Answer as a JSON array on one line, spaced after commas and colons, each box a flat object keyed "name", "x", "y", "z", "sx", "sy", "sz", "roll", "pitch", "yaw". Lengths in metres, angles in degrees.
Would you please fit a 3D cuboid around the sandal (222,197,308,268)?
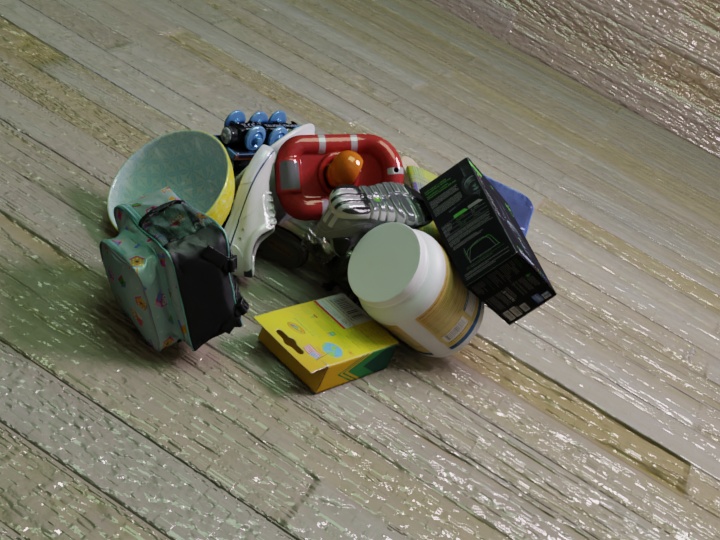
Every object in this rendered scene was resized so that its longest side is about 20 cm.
[{"name": "sandal", "x": -0.176, "y": -0.052, "z": 1.688, "sx": 0.198, "sy": 0.082, "sz": 0.055, "roll": 31, "pitch": 48, "yaw": -4}]

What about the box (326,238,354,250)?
[{"name": "box", "x": 0.035, "y": -0.053, "z": 1.817, "sx": 0.196, "sy": 0.049, "sz": 0.159, "roll": 5, "pitch": 24, "yaw": -11}]

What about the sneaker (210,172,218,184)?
[{"name": "sneaker", "x": -0.278, "y": -0.148, "z": 1.725, "sx": 0.086, "sy": 0.076, "sz": 0.199, "roll": -6, "pitch": 11, "yaw": -29}]

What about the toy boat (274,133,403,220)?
[{"name": "toy boat", "x": -0.027, "y": -0.147, "z": 1.641, "sx": 0.197, "sy": 0.133, "sz": 0.131, "roll": -3, "pitch": -4, "yaw": -16}]

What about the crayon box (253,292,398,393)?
[{"name": "crayon box", "x": -0.054, "y": 0.101, "z": 1.523, "sx": 0.127, "sy": 0.051, "sz": 0.199, "roll": 41, "pitch": 30, "yaw": 26}]

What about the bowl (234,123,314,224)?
[{"name": "bowl", "x": -0.127, "y": -0.140, "z": 1.768, "sx": 0.091, "sy": 0.201, "sz": 0.201, "roll": 49, "pitch": 30, "yaw": 3}]

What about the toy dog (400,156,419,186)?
[{"name": "toy dog", "x": 0.031, "y": -0.124, "z": 1.796, "sx": 0.198, "sy": 0.132, "sz": 0.097, "roll": -18, "pitch": 65, "yaw": -36}]

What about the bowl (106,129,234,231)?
[{"name": "bowl", "x": -0.264, "y": -0.097, "z": 1.608, "sx": 0.200, "sy": 0.199, "sz": 0.108, "roll": 48, "pitch": -8, "yaw": 38}]

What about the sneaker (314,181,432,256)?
[{"name": "sneaker", "x": 0.011, "y": -0.070, "z": 1.614, "sx": 0.198, "sy": 0.116, "sz": 0.076, "roll": 3, "pitch": 49, "yaw": -40}]

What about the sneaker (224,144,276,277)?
[{"name": "sneaker", "x": -0.156, "y": -0.086, "z": 1.627, "sx": 0.070, "sy": 0.203, "sz": 0.073, "roll": 19, "pitch": -2, "yaw": 1}]

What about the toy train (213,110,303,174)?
[{"name": "toy train", "x": -0.176, "y": -0.216, "z": 1.914, "sx": 0.086, "sy": 0.116, "sz": 0.198, "roll": 37, "pitch": 28, "yaw": 30}]

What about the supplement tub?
[{"name": "supplement tub", "x": 0.082, "y": 0.029, "z": 1.592, "sx": 0.200, "sy": 0.145, "sz": 0.145, "roll": 39, "pitch": 8, "yaw": -49}]

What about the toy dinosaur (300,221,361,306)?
[{"name": "toy dinosaur", "x": 0.000, "y": 0.000, "z": 1.690, "sx": 0.197, "sy": 0.103, "sz": 0.077, "roll": 9, "pitch": 31, "yaw": -23}]

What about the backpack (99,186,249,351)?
[{"name": "backpack", "x": -0.251, "y": -0.006, "z": 1.408, "sx": 0.152, "sy": 0.178, "sz": 0.200, "roll": -23, "pitch": 38, "yaw": -16}]

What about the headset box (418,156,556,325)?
[{"name": "headset box", "x": 0.188, "y": -0.047, "z": 1.623, "sx": 0.174, "sy": 0.092, "sz": 0.202, "roll": 38, "pitch": 24, "yaw": -53}]

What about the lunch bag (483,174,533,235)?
[{"name": "lunch bag", "x": 0.204, "y": -0.087, "z": 1.996, "sx": 0.198, "sy": 0.133, "sz": 0.136, "roll": 27, "pitch": 42, "yaw": 3}]

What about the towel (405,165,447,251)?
[{"name": "towel", "x": 0.137, "y": -0.075, "z": 1.751, "sx": 0.142, "sy": 0.023, "sz": 0.202, "roll": 24, "pitch": 40, "yaw": -32}]
